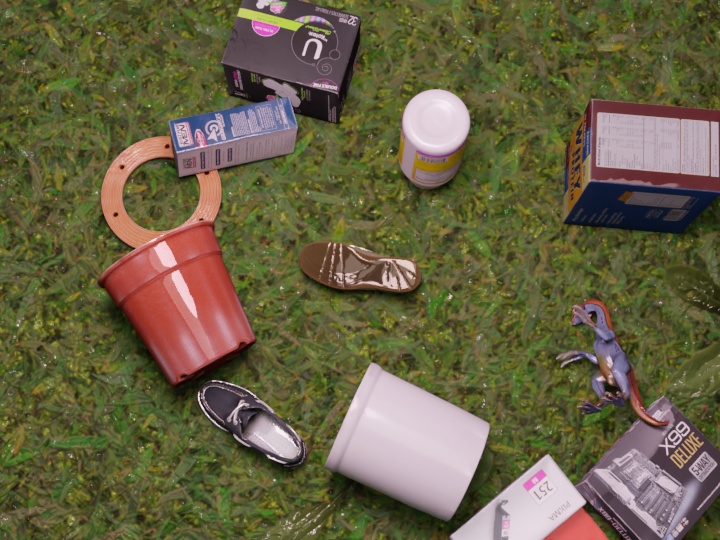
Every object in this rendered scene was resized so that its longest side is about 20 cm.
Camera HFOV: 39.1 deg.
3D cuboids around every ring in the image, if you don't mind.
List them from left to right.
[{"bbox_3d":[-0.327,-0.124,1.674,0.198,0.019,0.203,0,74,-1],"label":"ring"}]

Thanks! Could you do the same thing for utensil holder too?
[{"bbox_3d":[0.070,0.256,1.496,0.198,0.170,0.171,25,76,5],"label":"utensil holder"}]

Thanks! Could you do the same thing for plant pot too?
[{"bbox_3d":[-0.266,0.059,1.544,0.199,0.201,0.197,-28,85,-8],"label":"plant pot"}]

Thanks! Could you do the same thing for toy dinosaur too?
[{"bbox_3d":[0.379,0.135,1.573,0.199,0.105,0.183,30,52,-13],"label":"toy dinosaur"}]

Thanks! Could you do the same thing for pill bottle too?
[{"bbox_3d":[0.113,-0.198,1.603,0.103,0.200,0.105,0,74,-1],"label":"pill bottle"}]

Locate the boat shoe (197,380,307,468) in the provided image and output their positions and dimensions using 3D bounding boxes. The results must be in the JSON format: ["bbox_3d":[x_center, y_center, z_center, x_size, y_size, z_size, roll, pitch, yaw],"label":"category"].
[{"bbox_3d":[-0.166,0.230,1.555,0.199,0.060,0.076,29,76,7],"label":"boat shoe"}]

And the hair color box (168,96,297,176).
[{"bbox_3d":[-0.206,-0.217,1.646,0.198,0.100,0.061,-14,74,-12],"label":"hair color box"}]

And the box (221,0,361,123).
[{"bbox_3d":[-0.112,-0.356,1.685,0.198,0.124,0.150,15,74,2],"label":"box"}]

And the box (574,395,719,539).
[{"bbox_3d":[0.446,0.314,1.525,0.200,0.050,0.158,-39,78,-22],"label":"box"}]

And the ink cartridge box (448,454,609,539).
[{"bbox_3d":[0.260,0.408,1.520,0.199,0.044,0.174,-37,77,-10],"label":"ink cartridge box"}]

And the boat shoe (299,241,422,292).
[{"bbox_3d":[0.001,-0.002,1.629,0.198,0.063,0.074,6,87,8],"label":"boat shoe"}]

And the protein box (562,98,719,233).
[{"bbox_3d":[0.437,-0.159,1.596,0.198,0.199,0.136,5,74,1],"label":"protein box"}]
